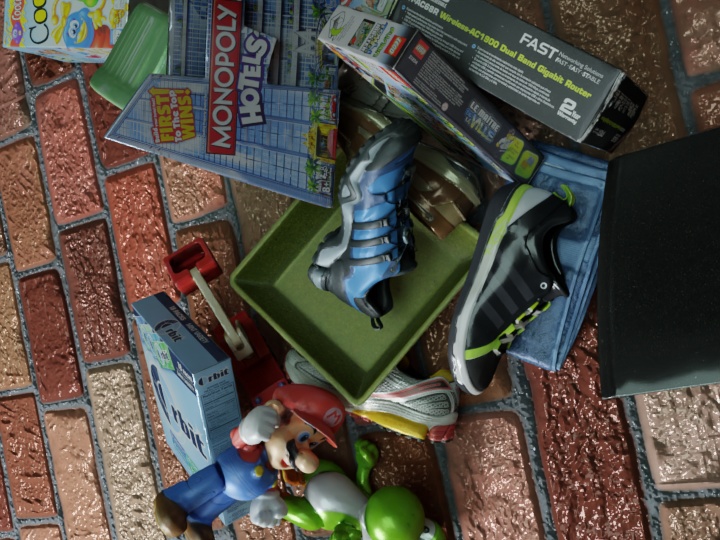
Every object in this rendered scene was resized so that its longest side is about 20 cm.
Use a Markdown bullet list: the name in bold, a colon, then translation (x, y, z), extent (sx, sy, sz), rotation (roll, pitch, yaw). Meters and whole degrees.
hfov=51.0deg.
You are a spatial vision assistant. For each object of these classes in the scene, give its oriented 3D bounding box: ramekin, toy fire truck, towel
- **ramekin**: translation (-0.165, -0.191, 0.782), extent (0.199, 0.200, 0.098), rotation (32, 101, 21)
- **toy fire truck**: translation (-0.130, 0.075, 0.809), extent (0.049, 0.141, 0.200), rotation (-31, 66, -8)
- **towel**: translation (0.169, -0.013, 0.703), extent (0.111, 0.048, 0.201), rotation (22, 104, 25)

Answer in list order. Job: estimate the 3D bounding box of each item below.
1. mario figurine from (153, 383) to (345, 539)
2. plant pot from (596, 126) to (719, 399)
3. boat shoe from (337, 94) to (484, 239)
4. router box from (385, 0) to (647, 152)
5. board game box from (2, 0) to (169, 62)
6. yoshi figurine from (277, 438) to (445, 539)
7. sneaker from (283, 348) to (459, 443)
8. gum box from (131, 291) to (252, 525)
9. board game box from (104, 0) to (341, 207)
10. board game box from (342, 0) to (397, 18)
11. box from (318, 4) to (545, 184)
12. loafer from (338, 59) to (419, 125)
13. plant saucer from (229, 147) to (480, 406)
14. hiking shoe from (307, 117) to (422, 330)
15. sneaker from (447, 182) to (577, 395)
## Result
- **mario figurine**: translation (-0.093, 0.192, 0.715), extent (0.200, 0.123, 0.106), rotation (-40, 86, -2)
- **plant pot**: translation (0.285, -0.007, 0.572), extent (0.199, 0.199, 0.179), rotation (-13, 77, 28)
- **boat shoe**: translation (0.020, -0.100, 0.717), extent (0.200, 0.076, 0.074), rotation (35, 89, 25)
- **router box**: translation (0.137, -0.176, 0.649), extent (0.200, 0.150, 0.062), rotation (35, 109, 21)
- **board game box**: translation (-0.313, -0.306, 0.897), extent (0.199, 0.105, 0.104), rotation (9, 97, 26)
- **yoshi figurine**: translation (-0.008, 0.240, 0.785), extent (0.199, 0.112, 0.113), rotation (15, 94, 22)
- **sneaker**: translation (0.012, 0.113, 0.789), extent (0.199, 0.078, 0.083), rotation (14, 88, 21)
- **gum box**: translation (-0.181, 0.147, 0.821), extent (0.170, 0.044, 0.201), rotation (33, 136, 48)
- **board game box**: translation (-0.120, -0.162, 0.668), extent (0.199, 0.062, 0.201), rotation (2, 98, -12)
- **board game box**: translation (0.016, -0.260, 0.773), extent (0.135, 0.029, 0.200), rotation (47, 112, 16)
- **box**: translation (0.065, -0.146, 0.645), extent (0.035, 0.200, 0.110), rotation (-56, 43, 4)
- **loafer**: translation (-0.016, -0.207, 0.742), extent (0.200, 0.063, 0.072), rotation (41, 110, 18)
- **plant saucer**: translation (0.000, 0.000, 0.759), extent (0.200, 0.048, 0.200), rotation (40, 89, 24)
- **hiking shoe**: translation (0.024, -0.041, 0.659), extent (0.087, 0.074, 0.201), rotation (37, 136, 14)
- **sneaker**: translation (0.136, 0.021, 0.655), extent (0.082, 0.072, 0.201), rotation (18, 102, 27)
